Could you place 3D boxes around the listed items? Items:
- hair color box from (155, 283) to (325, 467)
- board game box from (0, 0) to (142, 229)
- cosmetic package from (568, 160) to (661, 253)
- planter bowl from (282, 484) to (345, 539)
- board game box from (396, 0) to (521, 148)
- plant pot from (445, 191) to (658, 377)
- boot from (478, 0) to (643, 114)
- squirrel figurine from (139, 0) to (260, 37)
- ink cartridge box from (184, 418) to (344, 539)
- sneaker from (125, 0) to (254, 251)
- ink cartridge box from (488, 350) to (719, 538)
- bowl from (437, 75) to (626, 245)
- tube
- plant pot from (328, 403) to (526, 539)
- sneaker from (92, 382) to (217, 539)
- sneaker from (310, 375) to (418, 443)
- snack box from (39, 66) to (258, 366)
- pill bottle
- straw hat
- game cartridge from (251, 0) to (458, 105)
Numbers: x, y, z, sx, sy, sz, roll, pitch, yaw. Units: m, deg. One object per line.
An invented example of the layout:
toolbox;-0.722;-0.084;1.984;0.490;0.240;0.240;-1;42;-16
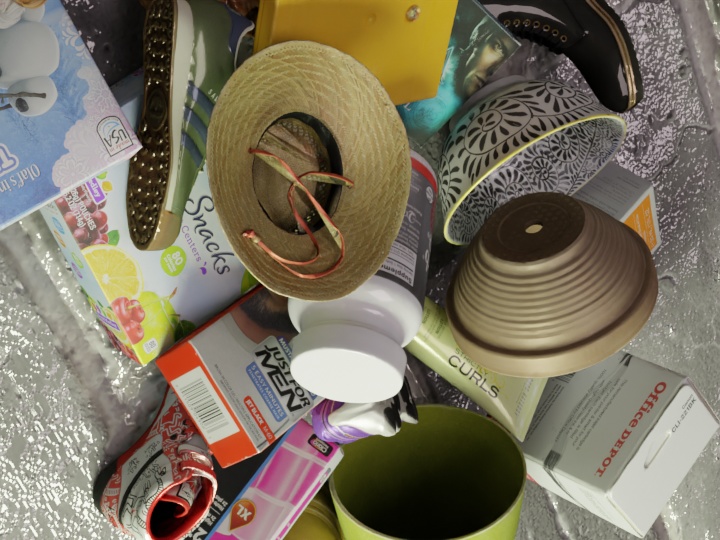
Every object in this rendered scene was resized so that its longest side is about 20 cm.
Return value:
hair color box;-0.068;0.067;1.293;0.200;0.064;0.112;-38;97;-43
board game box;-0.296;-0.129;1.109;0.199;0.043;0.201;-32;97;-23
cosmetic package;0.213;-0.005;1.504;0.200;0.071;0.102;-46;144;-16
planter bowl;-0.074;0.293;1.392;0.198;0.083;0.203;-9;107;-32
board game box;0.033;-0.216;1.329;0.135;0.028;0.199;-44;124;15
plant pot;0.167;-0.005;1.368;0.200;0.200;0.093;-38;132;-20
boot;0.167;-0.220;1.408;0.137;0.078;0.202;-25;80;-22
squirrel figurine;-0.099;-0.292;1.213;0.186;0.141;0.202;-27;131;-38
ink cartridge box;-0.110;0.214;1.341;0.201;0.094;0.037;-53;163;-10
sneaker;-0.126;-0.114;1.177;0.089;0.067;0.203;-1;104;-37
ink cartridge box;0.238;0.158;1.501;0.145;0.199;0.084;-52;124;-11
bowl;0.143;-0.120;1.409;0.199;0.201;0.095;-18;68;-30
tube;0.096;0.079;1.438;0.199;0.052;0.058;36;104;-17
plant pot;0.067;0.266;1.444;0.186;0.187;0.202;-25;131;-27
sneaker;-0.141;0.146;1.291;0.067;0.107;0.202;44;76;-34
sneaker;-0.001;0.115;1.367;0.082;0.200;0.082;-19;86;12
snack box;-0.170;-0.054;1.245;0.168;0.067;0.202;-35;120;-22
pill bottle;0.000;0.000;1.257;0.115;0.115;0.202;33;52;-36
straw hat;-0.059;-0.074;1.188;0.199;0.085;0.204;4;83;-32
game cartridge;-0.001;-0.213;1.237;0.198;0.032;0.178;-14;130;-36
